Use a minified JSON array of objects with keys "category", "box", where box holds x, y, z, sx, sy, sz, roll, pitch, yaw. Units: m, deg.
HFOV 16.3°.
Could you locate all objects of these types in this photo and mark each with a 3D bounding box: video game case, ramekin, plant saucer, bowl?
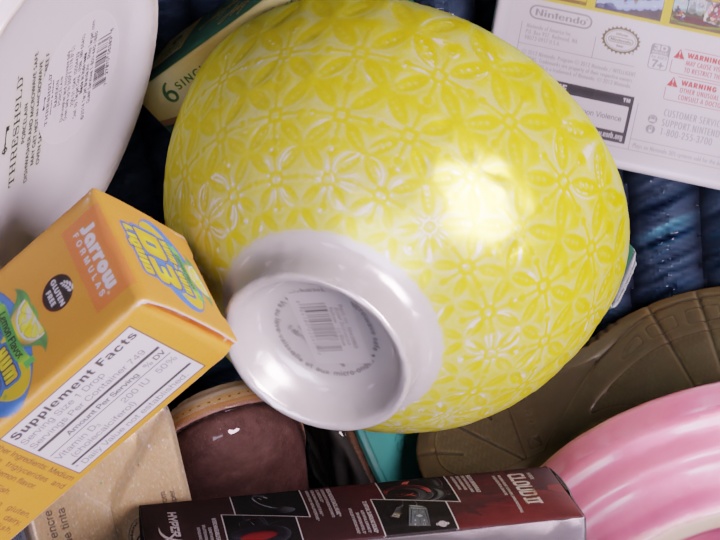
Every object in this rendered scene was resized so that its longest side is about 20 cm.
[{"category":"video game case","box":[0.158,-0.117,1.034,0.199,0.023,0.183,12,122,5]},{"category":"ramekin","box":[-0.165,-0.079,1.003,0.105,0.200,0.201,23,123,17]},{"category":"plant saucer","box":[0.165,0.123,1.108,0.199,0.051,0.201,-5,142,-4]},{"category":"bowl","box":[0.000,0.000,1.015,0.199,0.108,0.201,13,131,15]}]

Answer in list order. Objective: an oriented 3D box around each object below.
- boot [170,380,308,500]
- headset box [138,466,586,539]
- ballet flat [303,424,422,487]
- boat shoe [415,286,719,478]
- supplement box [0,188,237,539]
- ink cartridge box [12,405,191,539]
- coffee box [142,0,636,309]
[{"category":"boot","box":[-0.035,0.158,1.125,0.072,0.167,0.200,-16,149,-10]},{"category":"headset box","box":[0.013,0.167,1.035,0.198,0.075,0.150,-4,103,-7]},{"category":"ballet flat","box":[0.020,0.120,1.177,0.068,0.068,0.201,2,115,51]},{"category":"boat shoe","box":[0.125,0.065,1.125,0.200,0.072,0.066,-19,147,7]},{"category":"supplement box","box":[-0.147,0.059,0.989,0.200,0.067,0.069,-40,144,12]},{"category":"ink cartridge box","box":[-0.121,0.141,1.129,0.075,0.165,0.201,-18,107,-19]},{"category":"coffee box","box":[0.010,-0.042,1.080,0.123,0.044,0.200,-28,111,39]}]
